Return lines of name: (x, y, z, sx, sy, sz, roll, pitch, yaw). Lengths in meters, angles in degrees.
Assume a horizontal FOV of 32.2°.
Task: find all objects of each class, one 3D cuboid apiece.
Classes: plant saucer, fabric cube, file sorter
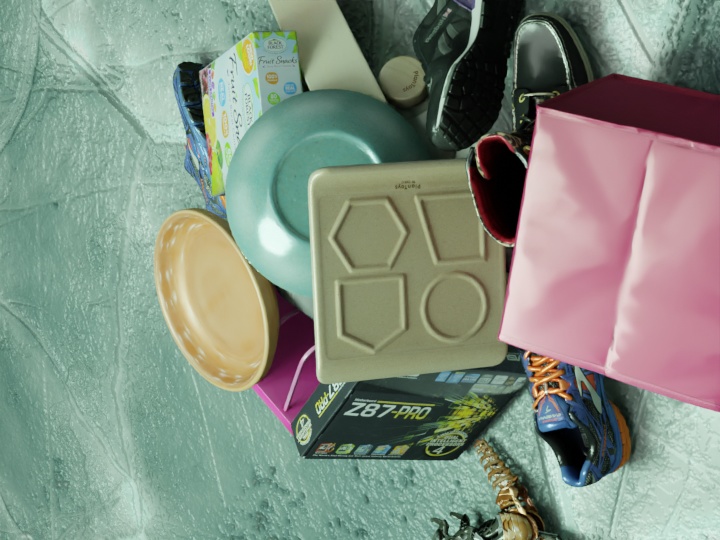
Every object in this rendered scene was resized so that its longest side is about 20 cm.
plant saucer: (-0.029, -0.073, 1.159, 0.200, 0.039, 0.202, 0, 87, 2)
plant saucer: (-0.148, 0.028, 1.315, 0.200, 0.037, 0.201, 26, 127, 41)
fabric cube: (0.250, -0.033, 1.016, 0.200, 0.196, 0.200, 18, 113, 26)
file sorter: (-0.053, 0.065, 1.362, 0.200, 0.139, 0.126, 47, 141, 22)

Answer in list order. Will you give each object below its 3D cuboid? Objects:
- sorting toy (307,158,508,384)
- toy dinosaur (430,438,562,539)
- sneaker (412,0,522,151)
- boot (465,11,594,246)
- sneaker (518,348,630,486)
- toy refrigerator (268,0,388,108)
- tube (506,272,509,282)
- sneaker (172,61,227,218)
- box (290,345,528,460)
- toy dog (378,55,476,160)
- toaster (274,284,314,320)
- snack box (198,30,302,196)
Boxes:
sorting toy: (0.044, -0.001, 1.137, 0.036, 0.185, 0.201, -144, 51, -70)
toy dinosaur: (0.152, 0.284, 1.310, 0.135, 0.102, 0.200, -20, 54, 29)
sneaker: (0.087, -0.196, 1.172, 0.087, 0.076, 0.200, -2, 60, 41)
boot: (0.150, -0.123, 1.101, 0.073, 0.150, 0.201, 2, 105, 31)
sneaker: (0.194, 0.116, 1.181, 0.075, 0.078, 0.200, -20, 102, 40)
toy refrigerator: (-0.032, -0.206, 1.267, 0.076, 0.070, 0.200, 66, 179, -59)
tube: (0.164, 0.028, 1.237, 0.200, 0.052, 0.058, -1, 147, 36)
sneaker: (-0.184, -0.151, 1.482, 0.078, 0.075, 0.201, -18, 89, 47)
box: (0.051, 0.130, 1.265, 0.161, 0.200, 0.049, -56, 41, 35)
toy dog: (0.097, -0.126, 1.222, 0.096, 0.132, 0.200, -26, 89, 5)
toaster: (0.000, 0.000, 1.250, 0.200, 0.114, 0.129, 29, 157, 6)
snack box: (-0.114, -0.158, 1.299, 0.200, 0.053, 0.143, 174, 89, -67)
